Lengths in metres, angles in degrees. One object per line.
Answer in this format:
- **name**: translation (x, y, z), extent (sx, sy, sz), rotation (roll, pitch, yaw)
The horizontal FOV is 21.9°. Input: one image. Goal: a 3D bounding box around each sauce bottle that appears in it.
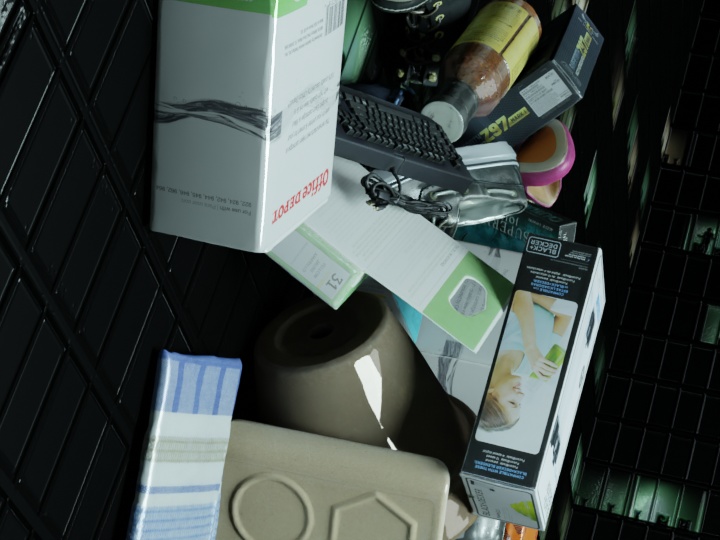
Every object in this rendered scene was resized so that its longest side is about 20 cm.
- **sauce bottle**: translation (0.102, -0.175, 1.625), extent (0.200, 0.066, 0.066), rotation (-51, 149, -51)

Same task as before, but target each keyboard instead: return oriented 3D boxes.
- **keyboard**: translation (0.024, -0.092, 1.443), extent (0.199, 0.021, 0.128), rotation (12, 47, -50)

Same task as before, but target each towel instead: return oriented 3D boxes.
- **towel**: translation (-0.132, 0.157, 1.315), extent (0.147, 0.024, 0.201), rotation (14, 85, -73)

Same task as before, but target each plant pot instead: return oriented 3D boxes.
- **plant pot**: translation (-0.005, 0.116, 1.486), extent (0.201, 0.199, 0.175), rotation (-60, 140, -50)

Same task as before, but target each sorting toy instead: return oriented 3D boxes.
- **sorting toy**: translation (-0.031, 0.223, 1.422), extent (0.036, 0.184, 0.201), rotation (-42, 141, -72)

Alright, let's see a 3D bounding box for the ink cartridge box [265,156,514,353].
- **ink cartridge box**: translation (0.014, -0.011, 1.399), extent (0.048, 0.200, 0.146), rotation (-51, 179, 27)

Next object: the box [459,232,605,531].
- **box**: translation (0.135, 0.087, 1.432), extent (0.117, 0.060, 0.201), rotation (71, 35, -65)

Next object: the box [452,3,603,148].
- **box**: translation (0.130, -0.155, 1.749), extent (0.051, 0.200, 0.158), rotation (50, 29, -12)

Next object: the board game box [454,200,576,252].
- **board game box**: translation (0.126, -0.015, 1.839), extent (0.028, 0.200, 0.136), rotation (-13, 117, -38)

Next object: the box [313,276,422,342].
- **box**: translation (0.000, 0.000, 1.576), extent (0.200, 0.082, 0.049), rotation (66, 37, -66)

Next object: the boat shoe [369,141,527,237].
- **boat shoe**: translation (0.065, -0.060, 1.606), extent (0.199, 0.071, 0.072), rotation (-17, 161, -28)

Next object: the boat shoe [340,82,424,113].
- **boat shoe**: translation (0.026, -0.120, 1.608), extent (0.200, 0.068, 0.085), rotation (-26, 126, -72)

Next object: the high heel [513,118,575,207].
- **high heel**: translation (0.177, -0.086, 1.730), extent (0.067, 0.096, 0.200), rotation (-44, -165, -7)

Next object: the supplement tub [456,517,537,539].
- **supplement tub**: translation (0.064, 0.226, 1.749), extent (0.122, 0.199, 0.123), rotation (11, 90, -75)

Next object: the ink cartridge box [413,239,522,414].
- **ink cartridge box**: translation (0.089, 0.051, 1.714), extent (0.083, 0.199, 0.147), rotation (85, 22, -46)

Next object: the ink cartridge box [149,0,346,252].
- **ink cartridge box**: translation (-0.070, -0.130, 1.211), extent (0.145, 0.084, 0.201), rotation (-44, 142, -65)

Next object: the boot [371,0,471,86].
- **boot**: translation (0.057, -0.226, 1.645), extent (0.204, 0.073, 0.155), rotation (-55, 155, -54)
